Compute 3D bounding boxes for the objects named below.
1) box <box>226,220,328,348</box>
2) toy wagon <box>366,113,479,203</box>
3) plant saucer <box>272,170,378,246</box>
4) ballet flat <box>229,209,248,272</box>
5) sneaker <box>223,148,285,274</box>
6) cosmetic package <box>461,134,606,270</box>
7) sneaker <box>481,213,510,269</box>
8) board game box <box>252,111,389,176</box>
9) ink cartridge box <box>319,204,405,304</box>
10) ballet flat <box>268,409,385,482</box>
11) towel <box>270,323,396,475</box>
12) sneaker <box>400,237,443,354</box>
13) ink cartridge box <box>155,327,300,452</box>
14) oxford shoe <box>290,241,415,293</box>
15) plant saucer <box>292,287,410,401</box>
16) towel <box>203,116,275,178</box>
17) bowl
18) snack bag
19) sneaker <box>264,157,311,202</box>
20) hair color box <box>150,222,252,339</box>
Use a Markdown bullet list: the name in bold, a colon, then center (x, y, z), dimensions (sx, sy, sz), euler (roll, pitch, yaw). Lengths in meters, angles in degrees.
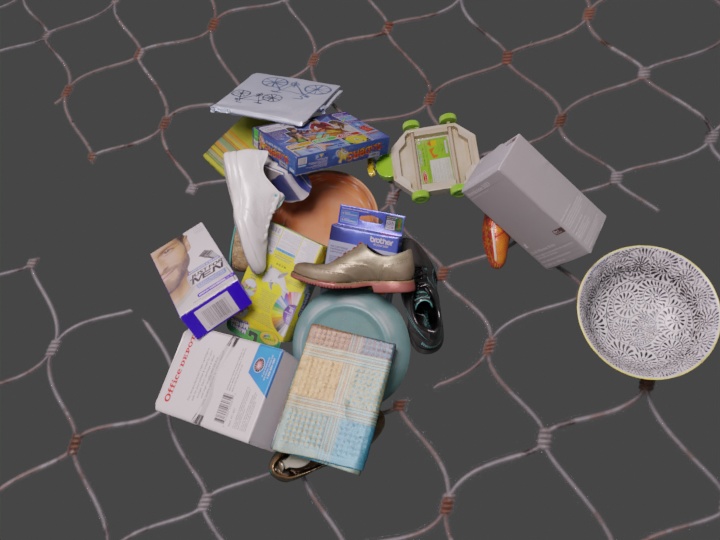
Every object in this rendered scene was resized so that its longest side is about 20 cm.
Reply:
- **box**: center (-0.141, 0.031, 1.110), dimensions (0.117, 0.048, 0.201), euler (25, 93, 19)
- **toy wagon**: center (0.110, -0.196, 1.175), dimensions (0.198, 0.040, 0.157), euler (-9, 69, 8)
- **plant saucer**: center (-0.064, -0.080, 1.165), dimensions (0.198, 0.037, 0.202), euler (-4, 69, 9)
- **ballet flat**: center (-0.186, -0.092, 1.137), dimensions (0.065, 0.071, 0.202), euler (10, 113, 10)
- **sneaker**: center (-0.163, -0.097, 1.067), dimensions (0.088, 0.075, 0.202), euler (-11, 98, -14)
- **cosmetic package**: center (0.270, -0.104, 1.028), dimensions (0.199, 0.107, 0.091), euler (36, 64, -11)
- **sneaker**: center (0.245, -0.100, 1.101), dimensions (0.076, 0.073, 0.202), euler (7, 74, 2)
- **board game box**: center (-0.067, -0.224, 1.136), dimensions (0.199, 0.035, 0.135), euler (-19, 42, -34)
- **ink cartridge box**: center (0.000, 0.000, 1.079), dimensions (0.118, 0.042, 0.202), euler (12, 98, 13)
- **ballet flat**: center (-0.053, 0.270, 1.015), dimensions (0.198, 0.072, 0.068), euler (-23, 79, 0)
- **towel**: center (-0.038, 0.190, 0.992), dimensions (0.145, 0.022, 0.202), euler (13, 71, 14)
- **sneaker**: center (0.099, 0.031, 1.070), dimensions (0.075, 0.079, 0.202), euler (-12, 68, -5)
- **ink cartridge box**: center (-0.206, 0.184, 1.043), dimensions (0.198, 0.084, 0.147), euler (10, 71, 31)
- **oxford shoe**: center (-0.011, -0.008, 1.028), dimensions (0.198, 0.070, 0.076), euler (3, 96, 7)
- **plant saucer**: center (-0.021, 0.125, 1.049), dimensions (0.198, 0.036, 0.202), euler (0, 90, 14)
- **towel**: center (-0.204, -0.260, 1.267), dimensions (0.086, 0.018, 0.200), euler (42, 81, 15)
- **bowl**: center (0.423, 0.072, 0.994), dimensions (0.199, 0.094, 0.203), euler (-3, 70, 8)
- **snack bag**: center (-0.149, -0.313, 1.211), dimensions (0.187, 0.022, 0.200), euler (13, 37, 12)
- **sneaker**: center (-0.141, -0.195, 1.172), dimensions (0.115, 0.081, 0.199), euler (-45, 36, -18)
- **hair color box**: center (-0.271, 0.012, 1.108), dimensions (0.109, 0.065, 0.200), euler (-33, 41, -9)
